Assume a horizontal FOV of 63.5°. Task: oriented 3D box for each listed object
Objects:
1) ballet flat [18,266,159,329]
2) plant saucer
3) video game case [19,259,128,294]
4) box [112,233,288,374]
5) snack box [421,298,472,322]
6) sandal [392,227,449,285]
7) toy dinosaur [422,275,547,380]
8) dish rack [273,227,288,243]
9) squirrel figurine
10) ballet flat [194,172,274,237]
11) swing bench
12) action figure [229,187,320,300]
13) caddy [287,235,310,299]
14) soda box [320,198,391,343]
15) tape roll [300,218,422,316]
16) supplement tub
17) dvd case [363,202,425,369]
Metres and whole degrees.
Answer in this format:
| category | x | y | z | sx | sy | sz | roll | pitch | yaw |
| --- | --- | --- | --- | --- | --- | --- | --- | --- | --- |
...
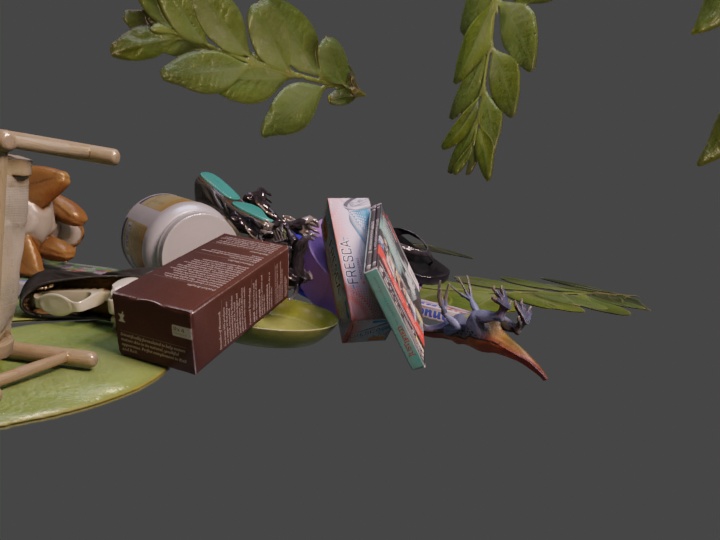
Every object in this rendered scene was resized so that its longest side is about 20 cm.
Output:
| category | x | y | z | sx | sy | sz | roll | pitch | yaw |
| --- | --- | --- | --- | --- | --- | --- | --- | --- | --- |
| ballet flat | -0.296 | 0.036 | 0.677 | 0.194 | 0.070 | 0.069 | -2 | 18 | -3 |
| plant saucer | -0.127 | 0.066 | 0.766 | 0.195 | 0.032 | 0.200 | 8 | 8 | -1 |
| video game case | -0.436 | 0.011 | 0.824 | 0.195 | 0.023 | 0.182 | 9 | 8 | -7 |
| box | -0.166 | 0.027 | 0.649 | 0.098 | 0.077 | 0.200 | 11 | 22 | 19 |
| snack box | 0.141 | 0.075 | 1.059 | 0.196 | 0.025 | 0.071 | 13 | 8 | 26 |
| sandal | 0.057 | -0.045 | 0.927 | 0.198 | 0.043 | 0.076 | 36 | 36 | 14 |
| toy dinosaur | 0.143 | 0.083 | 0.827 | 0.103 | 0.204 | 0.181 | 16 | -37 | -37 |
| dish rack | -0.178 | -0.018 | 0.990 | 0.152 | 0.055 | 0.199 | -36 | 31 | -12 |
| squirrel figurine | -0.493 | -0.077 | 0.830 | 0.195 | 0.145 | 0.187 | 9 | 0 | -11 |
| ballet flat | -0.215 | -0.097 | 0.993 | 0.199 | 0.070 | 0.067 | 35 | 21 | 32 |
| swing bench | -0.334 | -0.021 | 0.493 | 0.195 | 0.204 | 0.130 | 10 | 7 | 13 |
| action figure | -0.109 | -0.032 | 0.830 | 0.101 | 0.120 | 0.201 | 11 | 31 | -46 |
| caddy | -0.070 | -0.006 | 1.074 | 0.138 | 0.107 | 0.200 | 2 | 26 | -26 |
| soda box | -0.006 | -0.004 | 0.812 | 0.067 | 0.204 | 0.064 | -2 | -32 | -17 |
| tape roll | 0.000 | 0.000 | 0.928 | 0.196 | 0.066 | 0.202 | 17 | 36 | -12 |
| supplement tub | -0.285 | -0.040 | 0.919 | 0.142 | 0.148 | 0.198 | 3 | 9 | -37 |
| dvd case | 0.046 | 0.013 | 0.764 | 0.022 | 0.148 | 0.201 | -20 | 25 | 15 |
